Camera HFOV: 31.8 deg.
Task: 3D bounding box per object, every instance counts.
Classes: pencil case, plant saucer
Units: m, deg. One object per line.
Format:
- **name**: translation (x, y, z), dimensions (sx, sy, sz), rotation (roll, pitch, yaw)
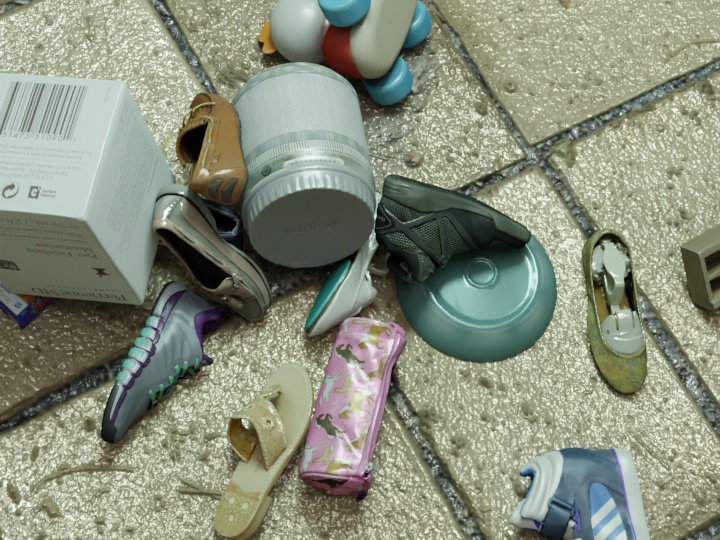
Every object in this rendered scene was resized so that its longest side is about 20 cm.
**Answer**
- **pencil case**: translation (-0.007, 0.150, 1.405), dimensions (0.086, 0.083, 0.202), rotation (14, 65, 1)
- **plant saucer**: translation (0.142, 0.009, 1.509), dimensions (0.198, 0.036, 0.202), rotation (2, 67, -5)

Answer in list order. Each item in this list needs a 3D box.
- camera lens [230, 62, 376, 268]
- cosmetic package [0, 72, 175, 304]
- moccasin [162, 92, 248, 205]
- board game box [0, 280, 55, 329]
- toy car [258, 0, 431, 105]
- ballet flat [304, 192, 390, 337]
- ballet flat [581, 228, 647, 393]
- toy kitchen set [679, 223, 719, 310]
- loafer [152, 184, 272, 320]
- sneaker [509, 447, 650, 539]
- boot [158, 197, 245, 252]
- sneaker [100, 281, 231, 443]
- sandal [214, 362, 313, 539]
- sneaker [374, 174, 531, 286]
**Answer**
- **camera lens**: translation (-0.068, -0.126, 1.460), dimensions (0.158, 0.161, 0.201), rotation (-5, 54, -8)
- **cosmetic package**: translation (-0.314, -0.083, 1.341), dimensions (0.163, 0.200, 0.166), rotation (5, 64, 12)
- **moccasin**: translation (-0.175, -0.140, 1.407), dimensions (0.077, 0.074, 0.202), rotation (12, 36, -20)
- **board game box**: translation (-0.414, -0.049, 1.467), dimensions (0.200, 0.045, 0.134), rotation (40, 68, 11)
- **toy car**: translation (-0.040, -0.323, 1.589), dimensions (0.198, 0.185, 0.178), rotation (4, 62, 27)
- **ballet flat**: translation (0.000, 0.000, 1.487), dimensions (0.069, 0.070, 0.201), rotation (22, 65, 4)
- **ballet flat**: translation (0.302, 0.042, 1.496), dimensions (0.070, 0.071, 0.202), rotation (-2, 67, -7)
- **toy kitchen set**: translation (0.522, 0.027, 1.484), dimensions (0.179, 0.200, 0.164), rotation (-26, 113, -16)
- **loafer**: translation (-0.170, -0.005, 1.407), dimensions (0.071, 0.200, 0.063), rotation (-13, 40, 29)
- **sneaker**: translation (0.237, 0.294, 1.377), dimensions (0.145, 0.081, 0.202), rotation (-6, 70, 0)
- **boot**: translation (-0.228, -0.067, 1.470), dimensions (0.198, 0.090, 0.073), rotation (16, 65, 1)
- **sneaker**: translation (-0.216, 0.109, 1.406), dimensions (0.087, 0.075, 0.201), rotation (23, 65, -1)
- **sandal**: translation (-0.114, 0.183, 1.371), dimensions (0.077, 0.070, 0.213), rotation (5, 63, 33)
- **sneaker**: translation (0.101, -0.035, 1.469), dimensions (0.198, 0.076, 0.115), rotation (12, 104, -29)
